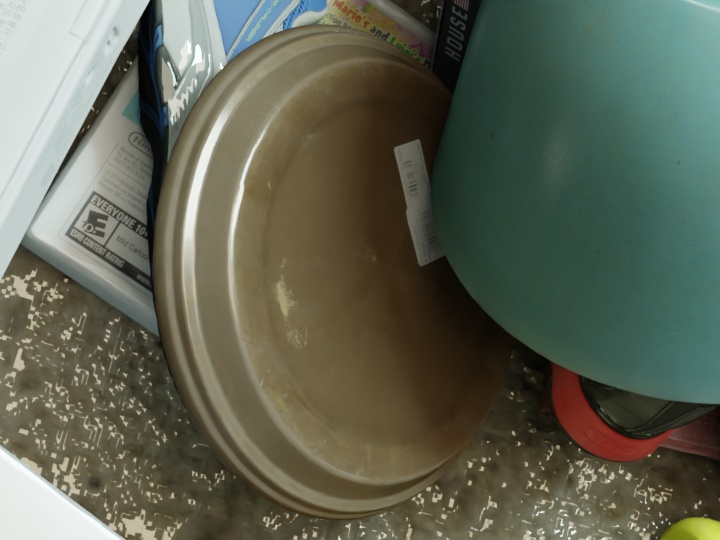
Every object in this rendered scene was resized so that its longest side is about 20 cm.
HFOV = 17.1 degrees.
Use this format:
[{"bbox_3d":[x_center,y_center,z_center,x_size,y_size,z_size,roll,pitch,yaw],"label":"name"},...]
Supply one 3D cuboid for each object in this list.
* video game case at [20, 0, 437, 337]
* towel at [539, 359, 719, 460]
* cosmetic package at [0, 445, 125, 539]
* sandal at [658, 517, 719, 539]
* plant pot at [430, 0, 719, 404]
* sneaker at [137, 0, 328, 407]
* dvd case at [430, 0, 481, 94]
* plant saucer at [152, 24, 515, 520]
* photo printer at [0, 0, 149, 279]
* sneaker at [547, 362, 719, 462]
[{"bbox_3d":[-0.016,-0.032,1.031,0.200,0.024,0.182,34,71,-10],"label":"video game case"},{"bbox_3d":[0.153,-0.017,1.076,0.144,0.023,0.200,15,75,-25],"label":"towel"},{"bbox_3d":[-0.197,0.075,0.908,0.200,0.101,0.071,39,70,-10],"label":"cosmetic package"},{"bbox_3d":[0.202,0.194,1.039,0.087,0.079,0.200,-16,87,-24],"label":"sandal"},{"bbox_3d":[0.134,-0.078,0.895,0.201,0.161,0.201,3,48,-3],"label":"plant pot"},{"bbox_3d":[-0.047,-0.032,0.967,0.077,0.076,0.200,0,80,-13],"label":"sneaker"},{"bbox_3d":[0.105,-0.176,1.023,0.025,0.150,0.200,35,61,18],"label":"dvd case"},{"bbox_3d":[0.000,0.000,0.956,0.200,0.029,0.200,5,83,-46],"label":"plant saucer"},{"bbox_3d":[-0.201,-0.097,0.930,0.200,0.069,0.166,25,81,5],"label":"photo printer"},{"bbox_3d":[0.141,-0.019,1.003,0.071,0.098,0.200,23,70,-20],"label":"sneaker"}]
